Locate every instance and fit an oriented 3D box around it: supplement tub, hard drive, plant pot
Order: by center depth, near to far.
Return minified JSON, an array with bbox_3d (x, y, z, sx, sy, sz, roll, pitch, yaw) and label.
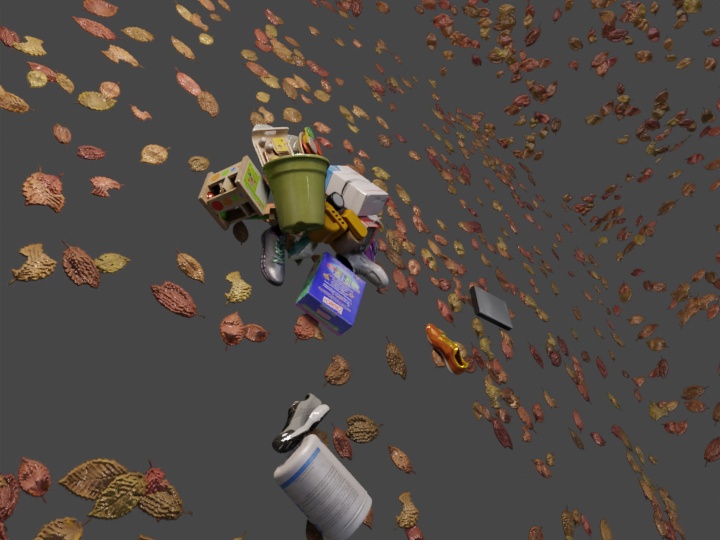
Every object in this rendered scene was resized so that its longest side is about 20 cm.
[{"bbox_3d":[-0.084,0.481,1.169,0.200,0.132,0.132,48,36,1],"label":"supplement tub"},{"bbox_3d":[-0.174,-0.208,1.511,0.198,0.198,0.189,0,80,-45],"label":"plant pot"},{"bbox_3d":[0.543,0.158,2.197,0.197,0.033,0.142,26,41,-28],"label":"hard drive"}]

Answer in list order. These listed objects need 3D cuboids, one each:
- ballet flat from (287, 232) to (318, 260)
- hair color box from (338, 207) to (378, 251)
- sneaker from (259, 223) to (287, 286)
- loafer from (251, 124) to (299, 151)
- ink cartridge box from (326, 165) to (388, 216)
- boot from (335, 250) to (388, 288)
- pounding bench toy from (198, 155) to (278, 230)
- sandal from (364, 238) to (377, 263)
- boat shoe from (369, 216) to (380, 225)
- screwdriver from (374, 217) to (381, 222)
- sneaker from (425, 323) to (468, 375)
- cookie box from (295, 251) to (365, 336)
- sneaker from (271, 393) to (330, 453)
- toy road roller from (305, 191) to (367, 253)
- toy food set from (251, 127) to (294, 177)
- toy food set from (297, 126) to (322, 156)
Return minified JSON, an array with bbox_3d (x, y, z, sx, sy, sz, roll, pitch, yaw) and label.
[{"bbox_3d":[-0.165,-0.080,1.660,0.071,0.072,0.201,38,37,-11],"label":"ballet flat"},{"bbox_3d":[-0.035,-0.160,1.781,0.060,0.103,0.200,-1,37,-46],"label":"hair color box"},{"bbox_3d":[-0.245,-0.056,1.531,0.073,0.087,0.203,13,48,-37],"label":"sneaker"},{"bbox_3d":[-0.303,-0.462,1.883,0.197,0.062,0.074,10,83,-37],"label":"loafer"},{"bbox_3d":[-0.026,-0.269,1.776,0.199,0.085,0.144,37,26,24],"label":"ink cartridge box"},{"bbox_3d":[0.000,0.000,1.761,0.200,0.074,0.095,43,41,8],"label":"boot"},{"bbox_3d":[-0.344,-0.189,1.514,0.201,0.153,0.126,56,24,-38],"label":"pounding bench toy"},{"bbox_3d":[0.031,-0.089,1.880,0.081,0.050,0.206,23,43,-30],"label":"sandal"},{"bbox_3d":[-0.010,-0.221,1.940,0.199,0.074,0.087,16,47,-40],"label":"boat shoe"},{"bbox_3d":[0.011,-0.156,1.895,0.199,0.028,0.030,-39,125,-35],"label":"screwdriver"},{"bbox_3d":[0.299,0.260,1.815,0.201,0.077,0.073,52,38,8],"label":"sneaker"},{"bbox_3d":[-0.085,0.068,1.593,0.170,0.075,0.202,38,37,-14],"label":"cookie box"},{"bbox_3d":[-0.153,0.364,1.265,0.079,0.074,0.199,43,29,10],"label":"sneaker"},{"bbox_3d":[-0.088,-0.127,1.644,0.201,0.122,0.147,49,38,-15],"label":"toy road roller"},{"bbox_3d":[-0.272,-0.394,1.797,0.141,0.060,0.204,-15,77,-36],"label":"toy food set"},{"bbox_3d":[-0.168,-0.406,1.901,0.198,0.048,0.203,53,22,-51],"label":"toy food set"}]
